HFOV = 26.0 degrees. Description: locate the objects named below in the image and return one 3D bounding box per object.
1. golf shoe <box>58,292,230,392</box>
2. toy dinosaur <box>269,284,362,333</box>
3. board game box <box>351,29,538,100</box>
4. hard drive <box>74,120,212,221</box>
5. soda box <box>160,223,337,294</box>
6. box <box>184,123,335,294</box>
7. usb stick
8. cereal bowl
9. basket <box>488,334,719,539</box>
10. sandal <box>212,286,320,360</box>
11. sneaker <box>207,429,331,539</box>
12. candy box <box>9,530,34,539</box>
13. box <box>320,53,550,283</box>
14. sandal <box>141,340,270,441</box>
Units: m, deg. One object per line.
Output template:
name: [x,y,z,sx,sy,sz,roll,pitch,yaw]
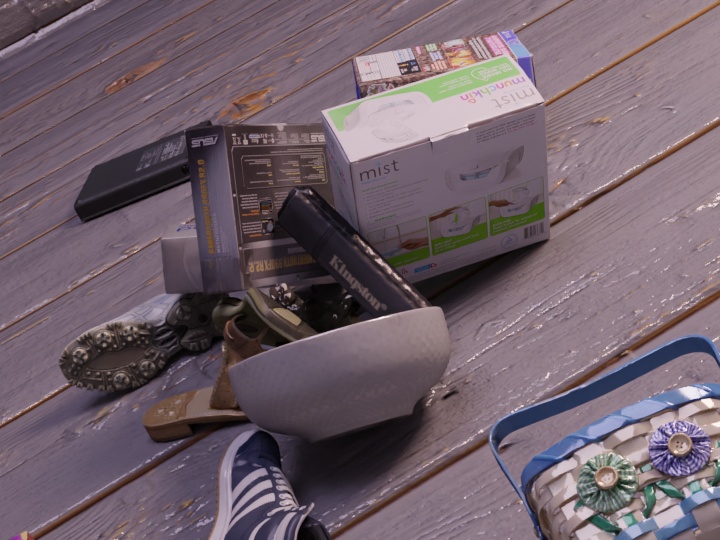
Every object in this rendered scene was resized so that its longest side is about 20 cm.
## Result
golf shoe: [-0.236,0.071,1.714,0.200,0.078,0.097,-21,17,-10]
toy dinosaur: [-0.012,0.039,1.582,0.088,0.048,0.200,-40,32,-21]
board game box: [0.097,-0.203,1.808,0.199,0.097,0.159,-10,19,1]
hard drive: [-0.311,-0.146,2.259,0.200,0.033,0.140,-20,25,14]
soda box: [-0.111,-0.018,1.674,0.199,0.064,0.068,-3,14,1]
box: [-0.089,-0.065,1.538,0.048,0.159,0.200,-5,3,31]
usb stick: [0.000,0.000,1.475,0.033,0.200,0.055,-32,-17,-52]
cereal bowl: [-0.011,0.099,1.360,0.200,0.084,0.200,-16,-8,-2]
basket: [0.194,0.137,1.053,0.176,0.139,0.200,-27,34,2]
sandal: [-0.094,0.061,1.438,0.057,0.080,0.201,-58,13,-15]
sneaker: [-0.064,0.197,1.276,0.108,0.070,0.200,-22,31,23]
candy box: [-0.363,0.319,1.355,0.200,0.057,0.117,-28,24,0]
box: [0.077,-0.091,1.523,0.200,0.177,0.097,-18,43,-9]
sandal: [-0.130,0.105,1.530,0.211,0.070,0.078,-19,25,17]
